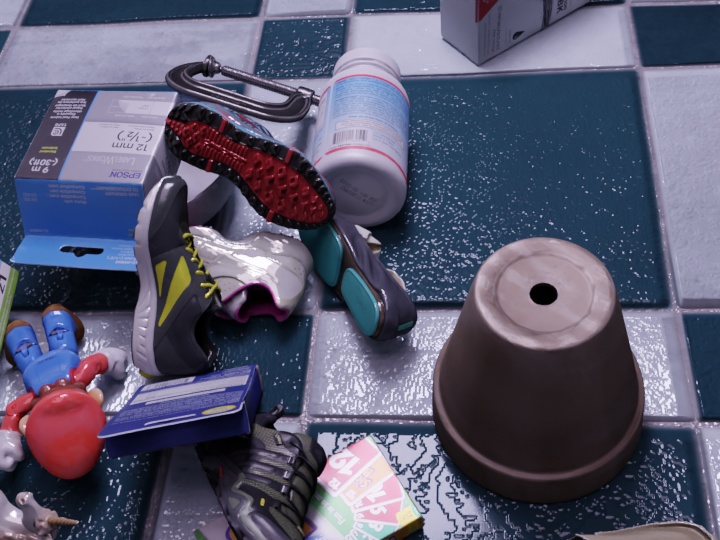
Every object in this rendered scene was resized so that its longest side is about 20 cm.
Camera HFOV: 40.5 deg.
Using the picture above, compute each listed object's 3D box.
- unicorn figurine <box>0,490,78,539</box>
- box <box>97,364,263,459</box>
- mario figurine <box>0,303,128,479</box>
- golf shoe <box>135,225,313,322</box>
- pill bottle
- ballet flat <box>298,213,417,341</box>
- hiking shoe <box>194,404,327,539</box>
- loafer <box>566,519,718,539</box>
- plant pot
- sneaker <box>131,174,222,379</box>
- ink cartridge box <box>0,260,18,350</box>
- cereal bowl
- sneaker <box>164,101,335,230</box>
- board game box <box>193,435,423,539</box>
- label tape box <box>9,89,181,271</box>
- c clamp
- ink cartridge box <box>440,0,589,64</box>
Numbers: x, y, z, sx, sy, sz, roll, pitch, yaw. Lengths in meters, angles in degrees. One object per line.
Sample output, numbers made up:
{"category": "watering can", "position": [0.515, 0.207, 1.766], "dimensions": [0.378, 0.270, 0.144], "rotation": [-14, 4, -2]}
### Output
{"category": "unicorn figurine", "position": [-0.356, 0.219, 0.860], "dimensions": [0.199, 0.074, 0.138], "rotation": [-38, 92, 1]}
{"category": "box", "position": [-0.153, 0.125, 0.860], "dimensions": [0.119, 0.200, 0.033], "rotation": [-10, 94, -1]}
{"category": "mario figurine", "position": [-0.290, 0.130, 0.945], "dimensions": [0.124, 0.105, 0.201], "rotation": [-49, 40, 13]}
{"category": "golf shoe", "position": [-0.150, 0.006, 1.015], "dimensions": [0.197, 0.076, 0.093], "rotation": [2, 54, 10]}
{"category": "pill bottle", "position": [0.002, -0.156, 1.103], "dimensions": [0.107, 0.110, 0.202], "rotation": [0, 50, 7]}
{"category": "ballet flat", "position": [0.000, 0.000, 1.010], "dimensions": [0.072, 0.074, 0.201], "rotation": [-24, 46, -13]}
{"category": "hiking shoe", "position": [-0.069, 0.180, 0.818], "dimensions": [0.100, 0.076, 0.200], "rotation": [-28, 39, -12]}
{"category": "loafer", "position": [0.200, 0.245, 0.774], "dimensions": [0.197, 0.069, 0.076], "rotation": [-14, 50, -5]}
{"category": "plant pot", "position": [0.157, 0.073, 0.854], "dimensions": [0.196, 0.175, 0.202], "rotation": [-4, 51, 4]}
{"category": "sneaker", "position": [-0.174, 0.008, 0.966], "dimensions": [0.083, 0.204, 0.074], "rotation": [4, 6, 11]}
{"category": "ink cartridge box", "position": [-0.443, 0.025, 0.938], "dimensions": [0.075, 0.200, 0.150], "rotation": [-19, 51, 25]}
{"category": "cereal bowl", "position": [-0.229, -0.106, 1.108], "dimensions": [0.197, 0.084, 0.202], "rotation": [-4, 50, 5]}
{"category": "sneaker", "position": [-0.101, -0.120, 1.018], "dimensions": [0.199, 0.080, 0.096], "rotation": [35, 25, 5]}
{"category": "board game box", "position": [-0.053, 0.229, 0.849], "dimensions": [0.198, 0.030, 0.096], "rotation": [-28, 52, -12]}
{"category": "label tape box", "position": [-0.273, -0.098, 1.013], "dimensions": [0.141, 0.067, 0.202], "rotation": [3, 50, 10]}
{"category": "c clamp", "position": [-0.129, -0.218, 1.173], "dimensions": [0.197, 0.027, 0.172], "rotation": [16, 31, -1]}
{"category": "ink cartridge box", "position": [0.201, -0.378, 1.237], "dimensions": [0.199, 0.145, 0.084], "rotation": [-32, 55, -18]}
